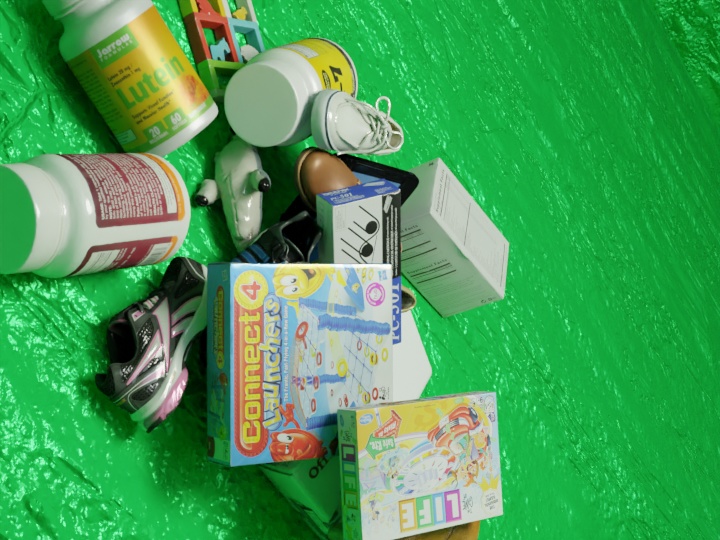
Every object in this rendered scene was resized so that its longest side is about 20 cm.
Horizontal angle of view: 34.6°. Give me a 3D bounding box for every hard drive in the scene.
[{"bbox_3d":[0.034,0.139,1.510,0.200,0.025,0.133,-54,130,-53],"label":"hard drive"}]

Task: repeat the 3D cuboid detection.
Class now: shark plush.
[{"bbox_3d":[-0.148,-0.111,1.389,0.201,0.090,0.084,-106,174,-46],"label":"shark plush"}]

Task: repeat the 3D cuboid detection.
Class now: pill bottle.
[{"bbox_3d":[-0.247,-0.223,1.219,0.201,0.110,0.111,58,34,-18],"label":"pill bottle"},{"bbox_3d":[-0.083,-0.214,1.396,0.116,0.113,0.200,65,24,-8],"label":"pill bottle"},{"bbox_3d":[-0.265,-0.054,1.098,0.199,0.113,0.116,-9,81,-58],"label":"pill bottle"}]

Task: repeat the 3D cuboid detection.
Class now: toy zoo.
[{"bbox_3d":[-0.173,-0.309,1.460,0.131,0.020,0.203,-9,81,-58],"label":"toy zoo"}]

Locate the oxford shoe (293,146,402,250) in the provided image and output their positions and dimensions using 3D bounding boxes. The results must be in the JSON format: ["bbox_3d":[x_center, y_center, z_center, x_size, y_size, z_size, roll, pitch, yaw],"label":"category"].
[{"bbox_3d":[-0.008,-0.081,1.396,0.072,0.071,0.200,-58,135,-12],"label":"oxford shoe"}]

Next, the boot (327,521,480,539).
[{"bbox_3d":[0.058,0.259,1.275,0.200,0.070,0.146,31,70,-35],"label":"boot"}]

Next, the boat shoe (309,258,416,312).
[{"bbox_3d":[-0.006,0.028,1.448,0.200,0.063,0.074,11,96,-55],"label":"boat shoe"}]

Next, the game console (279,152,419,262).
[{"bbox_3d":[0.000,-0.040,1.497,0.199,0.176,0.117,8,38,-55],"label":"game console"}]

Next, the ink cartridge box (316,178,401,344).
[{"bbox_3d":[0.000,0.000,1.368,0.093,0.044,0.203,-15,119,-26],"label":"ink cartridge box"}]

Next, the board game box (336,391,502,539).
[{"bbox_3d":[0.066,0.204,1.220,0.198,0.034,0.137,-3,89,-38],"label":"board game box"}]

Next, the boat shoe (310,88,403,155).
[{"bbox_3d":[0.010,-0.167,1.376,0.202,0.085,0.076,13,84,-71],"label":"boat shoe"}]

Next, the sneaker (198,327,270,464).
[{"bbox_3d":[-0.137,0.107,1.262,0.104,0.060,0.202,25,50,-47],"label":"sneaker"}]

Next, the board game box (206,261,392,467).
[{"bbox_3d":[-0.060,0.092,1.194,0.194,0.056,0.203,0,90,-33],"label":"board game box"}]

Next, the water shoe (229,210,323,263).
[{"bbox_3d":[-0.103,-0.003,1.265,0.072,0.079,0.201,45,36,-14],"label":"water shoe"}]

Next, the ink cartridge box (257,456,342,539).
[{"bbox_3d":[-0.001,0.238,1.320,0.146,0.084,0.201,-48,117,-24],"label":"ink cartridge box"}]

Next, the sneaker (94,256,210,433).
[{"bbox_3d":[-0.209,0.056,1.164,0.086,0.080,0.202,36,39,-27],"label":"sneaker"}]

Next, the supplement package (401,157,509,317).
[{"bbox_3d":[0.117,-0.045,1.674,0.200,0.109,0.115,46,39,-33],"label":"supplement package"}]
